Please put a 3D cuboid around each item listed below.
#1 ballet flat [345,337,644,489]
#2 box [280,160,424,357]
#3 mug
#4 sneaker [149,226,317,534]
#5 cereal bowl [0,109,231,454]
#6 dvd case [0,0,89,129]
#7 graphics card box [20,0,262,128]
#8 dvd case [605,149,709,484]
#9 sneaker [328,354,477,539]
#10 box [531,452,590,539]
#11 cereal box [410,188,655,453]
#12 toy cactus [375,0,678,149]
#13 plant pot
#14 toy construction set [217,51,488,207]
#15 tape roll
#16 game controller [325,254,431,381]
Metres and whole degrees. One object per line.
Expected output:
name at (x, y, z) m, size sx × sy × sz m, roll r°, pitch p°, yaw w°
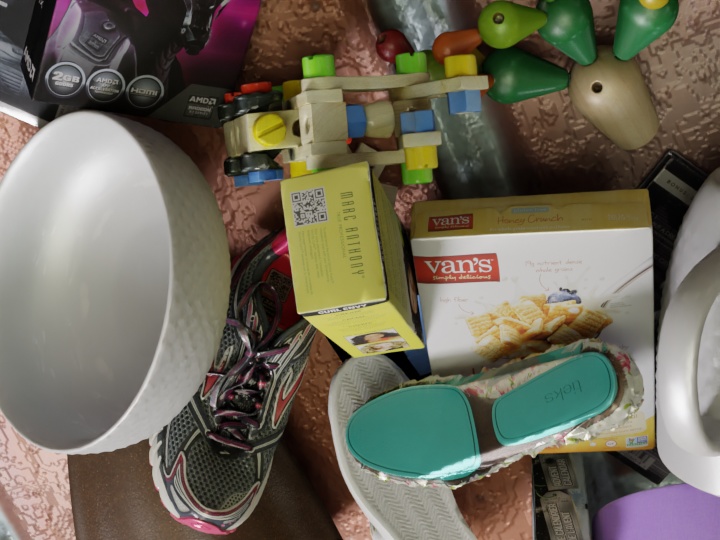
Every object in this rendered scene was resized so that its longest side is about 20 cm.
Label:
ballet flat at (0.087, 0.093, 0.931) m, size 0.198 × 0.064 × 0.077 m, roll -14°, pitch 74°, yaw 29°
box at (0.000, 0.000, 0.852) m, size 0.050 × 0.200 × 0.076 m, roll -10°, pitch 80°, yaw 7°
mug at (0.235, 0.036, 0.888) m, size 0.147 × 0.199 × 0.177 m, roll 14°, pitch 116°, yaw 41°
sneaker at (-0.074, 0.062, 0.934) m, size 0.080 × 0.202 × 0.075 m, roll 20°, pitch 158°, yaw -15°
cereal bowl at (-0.145, 0.009, 0.908) m, size 0.083 × 0.201 × 0.201 m, roll 7°, pitch 128°, yaw -46°
dvd case at (-0.235, -0.181, 0.925) m, size 0.198 × 0.025 × 0.151 m, roll 23°, pitch 117°, yaw -8°
graphics card box at (-0.114, -0.186, 0.873) m, size 0.124 × 0.051 × 0.201 m, roll 6°, pitch 122°, yaw -28°
dvd case at (0.202, 0.036, 1.007) m, size 0.148 × 0.016 × 0.201 m, roll 32°, pitch 116°, yaw -10°
sneaker at (0.022, 0.150, 1.036) m, size 0.073 × 0.115 × 0.202 m, roll -25°, pitch 95°, yaw -15°
box at (0.140, 0.241, 1.050) m, size 0.039 × 0.137 × 0.202 m, roll -2°, pitch 117°, yaw 5°
cereal box at (0.112, 0.038, 0.945) m, size 0.142 × 0.040 × 0.201 m, roll -3°, pitch 134°, yaw 9°
toy cactus at (0.124, -0.138, 0.894) m, size 0.199 × 0.103 × 0.165 m, roll -30°, pitch 130°, yaw 16°
plant pot at (-0.121, 0.146, 1.016) m, size 0.185 × 0.187 × 0.202 m, roll -18°, pitch 99°, yaw 14°
toy construction set at (-0.012, -0.077, 0.887) m, size 0.130 × 0.200 × 0.093 m, roll -7°, pitch 78°, yaw -13°
tape roll at (0.253, 0.196, 0.998) m, size 0.198 × 0.066 × 0.201 m, roll 1°, pitch 156°, yaw 1°
game controller at (0.073, 0.026, 0.987) m, size 0.198 × 0.042 × 0.105 m, roll -20°, pitch 113°, yaw 23°
